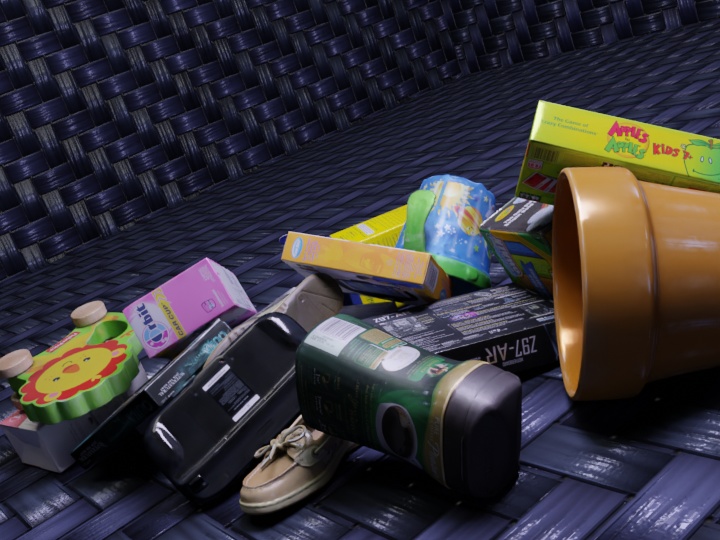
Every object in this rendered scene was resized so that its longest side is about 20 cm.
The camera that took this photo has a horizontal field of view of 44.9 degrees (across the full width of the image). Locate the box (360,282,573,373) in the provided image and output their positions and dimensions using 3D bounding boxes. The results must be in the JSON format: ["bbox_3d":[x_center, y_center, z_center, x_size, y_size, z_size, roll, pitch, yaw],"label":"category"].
[{"bbox_3d":[0.108,0.069,0.918,0.198,0.044,0.160,-13,14,-13],"label":"box"}]

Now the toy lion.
[{"bbox_3d":[-0.346,0.118,1.094,0.191,0.069,0.200,2,30,37],"label":"toy lion"}]

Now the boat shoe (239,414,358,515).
[{"bbox_3d":[-0.047,0.158,0.836,0.073,0.063,0.200,-6,21,40],"label":"boat shoe"}]

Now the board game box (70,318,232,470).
[{"bbox_3d":[-0.234,0.139,0.974,0.200,0.028,0.135,-38,7,42],"label":"board game box"}]

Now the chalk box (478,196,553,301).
[{"bbox_3d":[0.228,-0.033,0.978,0.125,0.124,0.200,-38,14,-9],"label":"chalk box"}]

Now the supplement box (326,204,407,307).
[{"bbox_3d":[0.060,-0.023,1.227,0.199,0.110,0.110,-22,16,-7],"label":"supplement box"}]

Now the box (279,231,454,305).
[{"bbox_3d":[0.000,0.000,1.021,0.199,0.042,0.119,8,-14,22],"label":"box"}]

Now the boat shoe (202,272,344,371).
[{"bbox_3d":[-0.098,0.078,0.963,0.201,0.072,0.066,-42,0,-34],"label":"boat shoe"}]

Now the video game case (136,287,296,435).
[{"bbox_3d":[-0.177,0.112,1.103,0.200,0.024,0.182,-36,7,29],"label":"video game case"}]

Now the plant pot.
[{"bbox_3d":[0.269,0.008,0.751,0.182,0.202,0.200,-2,18,6],"label":"plant pot"}]

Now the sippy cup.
[{"bbox_3d":[0.109,-0.044,1.090,0.139,0.131,0.178,16,-12,-6],"label":"sippy cup"}]

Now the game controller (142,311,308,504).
[{"bbox_3d":[-0.120,0.133,0.873,0.200,0.104,0.042,-44,-20,-17],"label":"game controller"}]

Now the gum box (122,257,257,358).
[{"bbox_3d":[-0.201,0.051,1.067,0.113,0.066,0.200,-32,-5,-2],"label":"gum box"}]

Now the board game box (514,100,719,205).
[{"bbox_3d":[0.253,-0.090,0.817,0.198,0.102,0.048,14,66,8],"label":"board game box"}]

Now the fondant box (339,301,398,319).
[{"bbox_3d":[-0.054,0.109,1.023,0.143,0.059,0.200,-8,21,37],"label":"fondant box"}]

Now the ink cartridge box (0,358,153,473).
[{"bbox_3d":[-0.350,0.171,1.140,0.116,0.068,0.200,-4,26,45],"label":"ink cartridge box"}]

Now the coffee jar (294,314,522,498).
[{"bbox_3d":[0.042,0.111,0.736,0.199,0.105,0.085,17,33,36],"label":"coffee jar"}]
